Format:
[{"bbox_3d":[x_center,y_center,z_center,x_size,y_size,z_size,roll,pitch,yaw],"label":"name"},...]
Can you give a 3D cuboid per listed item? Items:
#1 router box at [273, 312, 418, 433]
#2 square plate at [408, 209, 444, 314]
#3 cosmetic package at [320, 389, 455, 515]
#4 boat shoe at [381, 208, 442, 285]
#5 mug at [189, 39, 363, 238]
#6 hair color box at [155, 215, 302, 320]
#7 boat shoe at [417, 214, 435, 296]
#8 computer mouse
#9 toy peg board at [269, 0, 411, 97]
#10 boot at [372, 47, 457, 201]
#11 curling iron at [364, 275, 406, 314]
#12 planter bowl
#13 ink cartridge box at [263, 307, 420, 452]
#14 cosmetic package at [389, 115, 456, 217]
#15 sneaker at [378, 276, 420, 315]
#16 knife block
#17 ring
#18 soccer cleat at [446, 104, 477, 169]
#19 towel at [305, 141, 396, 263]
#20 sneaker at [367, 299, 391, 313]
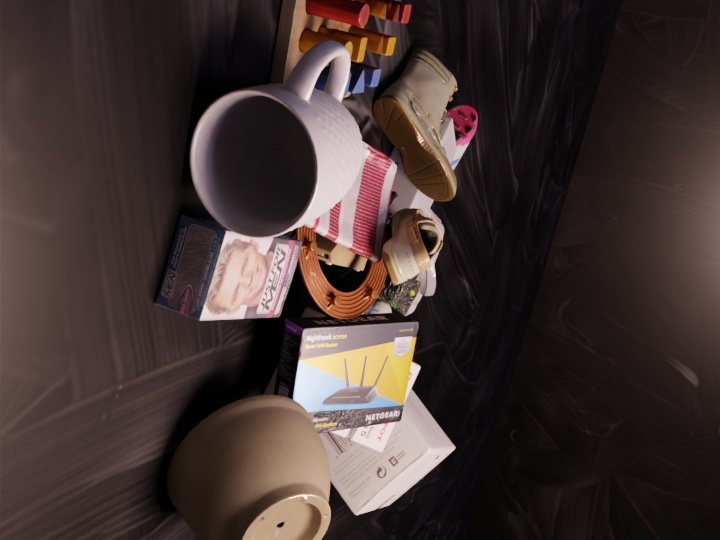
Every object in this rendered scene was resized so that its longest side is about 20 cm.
[{"bbox_3d":[-0.021,0.137,1.295,0.199,0.051,0.150,-2,106,-40],"label":"router box"},{"bbox_3d":[0.107,-0.020,1.802,0.201,0.028,0.198,-69,161,-6],"label":"square plate"},{"bbox_3d":[0.030,0.279,1.582,0.165,0.165,0.200,-41,162,7],"label":"cosmetic package"},{"bbox_3d":[0.079,-0.039,1.323,0.200,0.066,0.074,-70,141,-64],"label":"boat shoe"},{"bbox_3d":[-0.064,-0.145,1.010,0.175,0.147,0.201,-32,148,-64],"label":"mug"},{"bbox_3d":[-0.141,0.000,1.082,0.200,0.060,0.101,4,104,-70],"label":"hair color box"},{"bbox_3d":[0.091,-0.032,1.673,0.201,0.065,0.072,81,-3,-46],"label":"boat shoe"},{"bbox_3d":[0.000,0.000,1.453,0.200,0.046,0.141,-51,-167,35],"label":"computer mouse"},{"bbox_3d":[-0.007,-0.285,1.127,0.200,0.097,0.201,-31,136,-61],"label":"toy peg board"},{"bbox_3d":[0.108,-0.221,1.463,0.200,0.072,0.155,55,46,-28],"label":"boot"},{"bbox_3d":[0.001,0.077,1.461,0.200,0.050,0.026,-51,155,5],"label":"curling iron"},{"bbox_3d":[-0.116,0.271,1.160,0.199,0.135,0.201,-19,131,-23],"label":"planter bowl"},{"bbox_3d":[-0.022,0.162,1.398,0.200,0.084,0.146,30,83,-44],"label":"ink cartridge box"},{"bbox_3d":[0.083,-0.148,1.547,0.201,0.071,0.102,-64,161,-19],"label":"cosmetic package"},{"bbox_3d":[0.044,0.019,1.566,0.078,0.085,0.200,-63,169,-13],"label":"sneaker"},{"bbox_3d":[-0.011,-0.093,1.351,0.200,0.064,0.177,12,96,-71],"label":"knife block"},{"bbox_3d":[-0.015,-0.037,1.265,0.200,0.019,0.202,2,88,-53],"label":"ring"},{"bbox_3d":[0.140,-0.202,1.684,0.201,0.070,0.086,-60,174,-24],"label":"soccer cleat"},{"bbox_3d":[-0.020,-0.106,1.228,0.200,0.023,0.145,27,68,-50],"label":"towel"},{"bbox_3d":[0.009,0.117,1.583,0.200,0.072,0.072,-49,137,-48],"label":"sneaker"}]
